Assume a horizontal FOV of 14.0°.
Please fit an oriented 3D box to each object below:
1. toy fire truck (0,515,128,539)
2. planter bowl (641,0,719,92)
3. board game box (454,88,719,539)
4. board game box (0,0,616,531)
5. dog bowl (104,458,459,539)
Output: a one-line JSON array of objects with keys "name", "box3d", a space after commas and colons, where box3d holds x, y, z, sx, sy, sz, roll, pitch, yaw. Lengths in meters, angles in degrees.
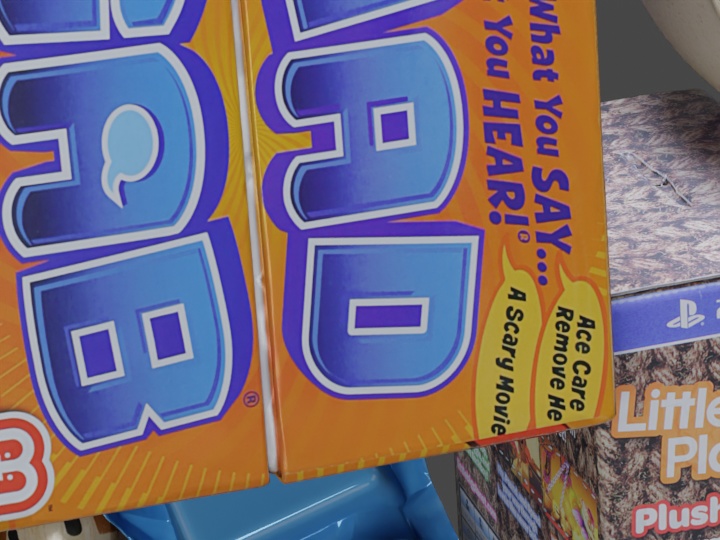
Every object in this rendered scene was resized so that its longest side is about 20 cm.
[{"name": "toy fire truck", "box3d": [-0.139, 0.109, 1.045, 0.199, 0.112, 0.169, -15, 87, 19]}, {"name": "planter bowl", "box3d": [0.164, -0.119, 0.873, 0.199, 0.135, 0.201, 3, 112, 9]}, {"name": "board game box", "box3d": [0.096, 0.064, 0.934, 0.096, 0.160, 0.201, -9, 113, -13]}, {"name": "board game box", "box3d": [-0.058, -0.064, 0.841, 0.199, 0.200, 0.201, -9, 108, -15]}, {"name": "dog bowl", "box3d": [-0.017, 0.097, 0.966, 0.111, 0.050, 0.201, -24, 71, -2]}]
